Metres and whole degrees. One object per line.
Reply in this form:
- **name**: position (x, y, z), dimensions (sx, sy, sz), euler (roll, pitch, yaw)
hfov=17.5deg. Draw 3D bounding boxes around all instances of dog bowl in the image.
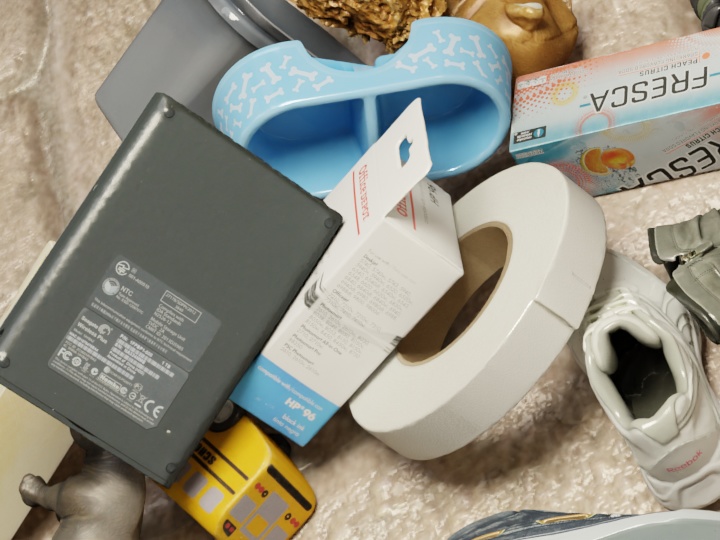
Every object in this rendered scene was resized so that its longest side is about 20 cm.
- **dog bowl**: position (0.005, -0.100, 1.521), dimensions (0.200, 0.111, 0.050), euler (-9, 49, -2)

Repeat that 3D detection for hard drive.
- **hard drive**: position (-0.120, 0.012, 1.419), dimensions (0.200, 0.140, 0.033), euler (-57, 18, -5)

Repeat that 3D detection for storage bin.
- **storage bin**: position (-0.082, -0.120, 1.610), dimensions (0.134, 0.200, 0.146), euler (-47, 43, 9)

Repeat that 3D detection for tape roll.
- **tape roll**: position (0.070, 0.024, 1.440), dimensions (0.203, 0.037, 0.203), euler (-44, 23, 24)

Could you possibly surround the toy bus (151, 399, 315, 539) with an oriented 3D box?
- **toy bus**: position (-0.110, 0.108, 1.527), dimensions (0.078, 0.065, 0.200), euler (-48, 45, -7)

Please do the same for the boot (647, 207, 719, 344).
- **boot**: position (0.257, 0.009, 1.363), dimensions (0.131, 0.068, 0.200), euler (-32, 35, -2)

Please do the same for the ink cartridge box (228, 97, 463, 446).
- **ink cartridge box**: position (0.000, 0.000, 1.474), dimensions (0.200, 0.068, 0.116), euler (-48, 20, 19)

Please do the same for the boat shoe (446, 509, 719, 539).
- **boat shoe**: position (0.138, 0.162, 1.318), dimensions (0.200, 0.071, 0.091), euler (-6, 12, 4)

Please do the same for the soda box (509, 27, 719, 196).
- **soda box**: position (0.199, -0.103, 1.500), dimensions (0.200, 0.064, 0.068), euler (-12, 49, 26)

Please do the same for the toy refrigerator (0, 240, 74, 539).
- **toy refrigerator**: position (-0.228, 0.086, 1.558), dimensions (0.200, 0.070, 0.076), euler (-56, 28, 14)

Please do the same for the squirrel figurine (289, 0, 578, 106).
- **squirrel figurine**: position (0.047, -0.186, 1.591), dimensions (0.187, 0.200, 0.142), euler (52, 133, 30)

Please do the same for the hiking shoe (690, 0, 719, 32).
- **hiking shoe**: position (0.296, -0.232, 1.533), dimensions (0.200, 0.076, 0.101), euler (-32, 47, 8)

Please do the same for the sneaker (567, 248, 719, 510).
- **sneaker**: position (0.162, 0.042, 1.377), dimensions (0.078, 0.099, 0.200), euler (-33, 44, 5)

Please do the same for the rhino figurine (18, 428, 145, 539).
- **rhino figurine**: position (-0.171, 0.153, 1.481), dimensions (0.087, 0.060, 0.200), euler (6, 87, 41)
